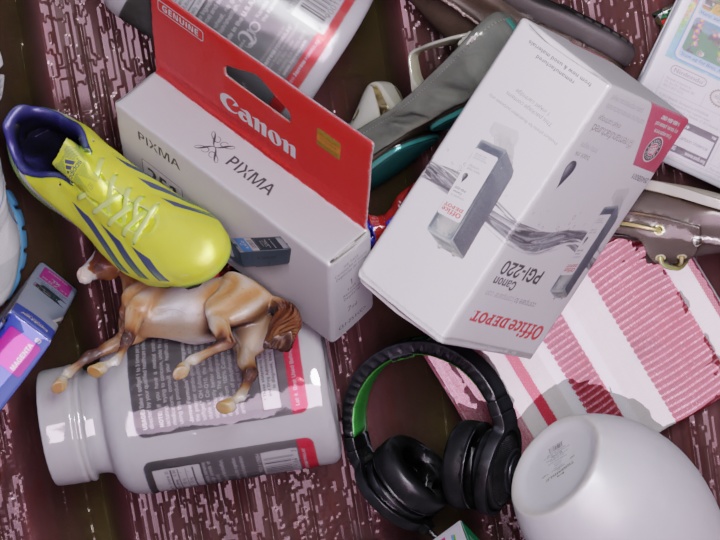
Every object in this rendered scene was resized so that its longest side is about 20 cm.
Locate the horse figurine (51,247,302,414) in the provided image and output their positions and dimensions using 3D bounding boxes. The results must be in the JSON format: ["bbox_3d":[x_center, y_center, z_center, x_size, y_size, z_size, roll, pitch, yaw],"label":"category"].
[{"bbox_3d":[-0.116,0.036,1.634,0.200,0.133,0.050,3,128,27],"label":"horse figurine"}]

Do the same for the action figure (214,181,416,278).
[{"bbox_3d":[0.000,0.000,1.696,0.200,0.065,0.099,-19,77,3],"label":"action figure"}]

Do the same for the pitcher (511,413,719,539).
[{"bbox_3d":[0.181,0.199,1.705,0.172,0.121,0.200,-40,122,20],"label":"pitcher"}]

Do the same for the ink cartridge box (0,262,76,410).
[{"bbox_3d":[-0.247,0.068,1.643,0.042,0.200,0.119,37,98,-5],"label":"ink cartridge box"}]

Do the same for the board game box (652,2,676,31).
[{"bbox_3d":[0.315,-0.178,1.696,0.200,0.023,0.105,-28,97,4],"label":"board game box"}]

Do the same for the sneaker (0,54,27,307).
[{"bbox_3d":[-0.276,-0.065,1.679,0.075,0.087,0.200,-7,101,-1],"label":"sneaker"}]

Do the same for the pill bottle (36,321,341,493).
[{"bbox_3d":[-0.118,0.094,1.694,0.200,0.111,0.111,-9,100,1],"label":"pill bottle"}]

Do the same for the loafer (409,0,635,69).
[{"bbox_3d":[0.087,-0.166,1.669,0.200,0.073,0.071,25,98,-4],"label":"loafer"}]

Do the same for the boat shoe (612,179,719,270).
[{"bbox_3d":[0.202,-0.034,1.682,0.200,0.072,0.060,16,91,10],"label":"boat shoe"}]

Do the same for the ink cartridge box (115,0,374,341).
[{"bbox_3d":[-0.077,-0.068,1.604,0.200,0.176,0.045,37,62,23],"label":"ink cartridge box"}]

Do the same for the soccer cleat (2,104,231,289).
[{"bbox_3d":[-0.169,-0.050,1.636,0.200,0.084,0.065,32,76,35],"label":"soccer cleat"}]

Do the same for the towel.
[{"bbox_3d":[0.163,0.063,1.737,0.200,0.023,0.144,-31,97,3],"label":"towel"}]

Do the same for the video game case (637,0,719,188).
[{"bbox_3d":[0.301,-0.132,1.682,0.200,0.024,0.182,24,99,-4],"label":"video game case"}]

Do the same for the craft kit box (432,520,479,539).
[{"bbox_3d":[0.054,0.297,1.706,0.197,0.049,0.200,-38,120,8],"label":"craft kit box"}]

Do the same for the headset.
[{"bbox_3d":[0.064,0.143,1.723,0.123,0.094,0.200,-15,91,27],"label":"headset"}]

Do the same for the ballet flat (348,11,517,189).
[{"bbox_3d":[0.038,-0.112,1.665,0.200,0.067,0.064,-31,80,34],"label":"ballet flat"}]

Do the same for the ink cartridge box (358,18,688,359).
[{"bbox_3d":[0.107,-0.048,1.597,0.085,0.146,0.200,40,103,26],"label":"ink cartridge box"}]

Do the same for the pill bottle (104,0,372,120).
[{"bbox_3d":[-0.100,-0.197,1.643,0.200,0.114,0.114,33,98,-5],"label":"pill bottle"}]
